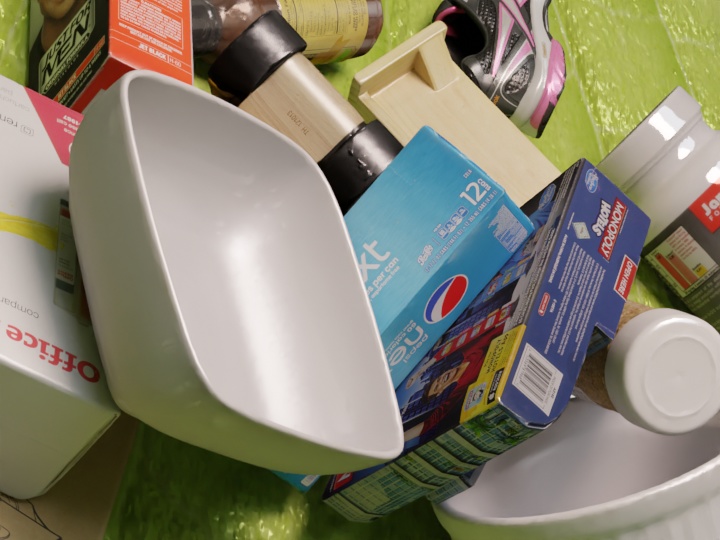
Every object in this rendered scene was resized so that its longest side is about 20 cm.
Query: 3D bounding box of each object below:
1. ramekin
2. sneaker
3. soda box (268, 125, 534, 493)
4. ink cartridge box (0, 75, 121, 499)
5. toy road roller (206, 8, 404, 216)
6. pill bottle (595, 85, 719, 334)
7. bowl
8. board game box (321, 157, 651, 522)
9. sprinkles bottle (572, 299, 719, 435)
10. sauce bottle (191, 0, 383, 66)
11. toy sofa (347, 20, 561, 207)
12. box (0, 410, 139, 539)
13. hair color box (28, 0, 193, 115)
[{"bbox_3d":[0.146,0.144,1.369,0.200,0.199,0.098,-36,114,-54],"label":"ramekin"},{"bbox_3d":[0.092,-0.190,1.744,0.086,0.081,0.201,14,40,-21],"label":"sneaker"},{"bbox_3d":[0.002,0.022,1.329,0.068,0.200,0.064,41,-1,27],"label":"soda box"},{"bbox_3d":[-0.196,-0.004,1.225,0.144,0.083,0.201,26,39,-26],"label":"ink cartridge box"},{"bbox_3d":[-0.064,-0.059,1.446,0.123,0.146,0.200,47,-2,3],"label":"toy road roller"},{"bbox_3d":[0.263,-0.027,1.721,0.200,0.116,0.116,46,36,1],"label":"pill bottle"},{"bbox_3d":[-0.072,0.013,1.222,0.200,0.074,0.201,22,46,-54],"label":"bowl"},{"bbox_3d":[0.058,0.059,1.370,0.062,0.199,0.201,40,45,-17],"label":"board game box"},{"bbox_3d":[0.143,0.047,1.405,0.068,0.069,0.200,31,-4,-20],"label":"sprinkles bottle"},{"bbox_3d":[-0.069,-0.163,1.563,0.199,0.065,0.065,-10,63,-48],"label":"sauce bottle"},{"bbox_3d":[0.078,-0.057,1.580,0.083,0.098,0.200,-35,71,-25],"label":"toy sofa"},{"bbox_3d":[-0.200,0.106,1.205,0.163,0.021,0.201,34,37,-17],"label":"box"},{"bbox_3d":[-0.152,-0.157,1.441,0.061,0.102,0.201,23,40,-28],"label":"hair color box"}]
